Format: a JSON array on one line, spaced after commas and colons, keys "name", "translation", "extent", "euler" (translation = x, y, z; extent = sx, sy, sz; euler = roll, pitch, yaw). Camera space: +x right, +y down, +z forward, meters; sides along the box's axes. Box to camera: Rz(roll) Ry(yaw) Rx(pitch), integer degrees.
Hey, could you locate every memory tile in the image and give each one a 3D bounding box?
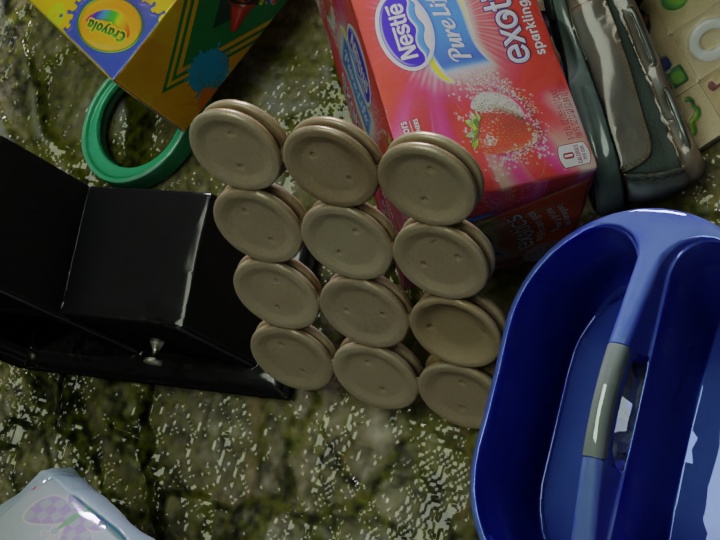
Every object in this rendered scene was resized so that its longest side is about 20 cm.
[{"name": "memory tile", "translation": [0.000, 0.000, 0.892], "extent": [0.152, 0.201, 0.017], "euler": [11, 48, 22]}]

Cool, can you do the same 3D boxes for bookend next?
[{"name": "bookend", "translation": [-0.158, -0.004, 0.975], "extent": [0.198, 0.199, 0.093], "euler": [4, 75, 28]}]

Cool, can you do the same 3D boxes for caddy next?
[{"name": "caddy", "translation": [0.132, 0.073, 0.848], "extent": [0.140, 0.105, 0.202], "euler": [8, 78, 31]}]

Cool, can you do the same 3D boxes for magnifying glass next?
[{"name": "magnifying glass", "translation": [-0.100, -0.136, 1.092], "extent": [0.200, 0.022, 0.080], "euler": [-50, 57, 4]}]

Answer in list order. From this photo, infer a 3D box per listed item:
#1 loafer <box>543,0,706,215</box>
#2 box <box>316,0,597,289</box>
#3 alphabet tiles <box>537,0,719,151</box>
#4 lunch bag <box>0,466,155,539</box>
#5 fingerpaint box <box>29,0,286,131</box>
[{"name": "loafer", "translation": [0.133, -0.129, 0.941], "extent": [0.062, 0.072, 0.202], "euler": [-11, 75, 4]}, {"name": "box", "translation": [0.045, -0.104, 0.942], "extent": [0.099, 0.096, 0.202], "euler": [-12, 65, -8]}, {"name": "alphabet tiles", "translation": [0.188, -0.158, 0.954], "extent": [0.199, 0.006, 0.167], "euler": [-33, 61, 15]}, {"name": "lunch bag", "translation": [-0.152, 0.230, 0.940], "extent": [0.169, 0.127, 0.201], "euler": [32, 99, 34]}, {"name": "fingerpaint box", "translation": [-0.127, -0.209, 1.082], "extent": [0.167, 0.073, 0.200], "euler": [-50, 49, 4]}]
